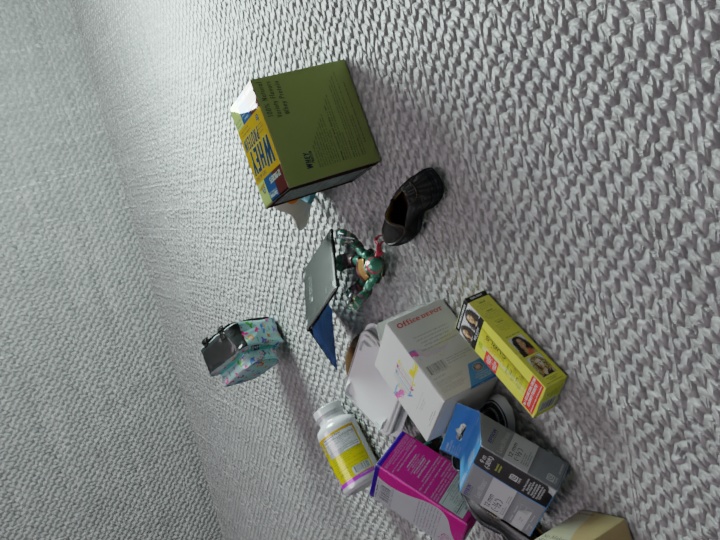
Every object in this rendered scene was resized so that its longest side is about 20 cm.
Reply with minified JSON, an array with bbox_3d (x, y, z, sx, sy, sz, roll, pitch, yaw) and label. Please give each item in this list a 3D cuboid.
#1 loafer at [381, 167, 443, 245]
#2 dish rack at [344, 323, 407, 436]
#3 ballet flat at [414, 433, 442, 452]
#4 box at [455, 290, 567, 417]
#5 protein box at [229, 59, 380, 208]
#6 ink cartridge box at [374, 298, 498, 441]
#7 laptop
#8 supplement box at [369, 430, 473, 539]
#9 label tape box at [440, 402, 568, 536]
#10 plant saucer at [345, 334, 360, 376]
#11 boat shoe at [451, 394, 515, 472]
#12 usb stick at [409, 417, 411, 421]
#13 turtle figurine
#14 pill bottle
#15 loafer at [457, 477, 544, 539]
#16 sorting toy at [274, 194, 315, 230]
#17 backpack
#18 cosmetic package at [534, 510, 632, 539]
[{"bbox_3d":[0.069,-0.101,1.315,0.074,0.071,0.201,58,150,19],"label":"loafer"},{"bbox_3d":[0.034,0.230,1.576,0.171,0.043,0.204,42,130,32],"label":"dish rack"},{"bbox_3d":[0.101,0.378,1.571,0.069,0.067,0.202,57,149,23],"label":"ballet flat"},{"bbox_3d":[0.230,0.127,1.203,0.201,0.049,0.076,50,145,34],"label":"box"},{"bbox_3d":[-0.103,-0.249,1.416,0.134,0.196,0.203,-24,86,61],"label":"protein box"},{"bbox_3d":[0.122,0.161,1.339,0.201,0.126,0.127,53,148,31],"label":"ink cartridge box"},{"bbox_3d":[-0.057,0.060,1.625,0.202,0.114,0.190,-55,27,31],"label":"laptop"},{"bbox_3d":[0.128,0.412,1.441,0.197,0.103,0.103,30,135,21],"label":"supplement box"},{"bbox_3d":[0.218,0.321,1.249,0.197,0.066,0.145,27,136,15],"label":"label tape box"},{"bbox_3d":[0.021,0.241,1.675,0.199,0.029,0.205,38,137,46],"label":"plant saucer"},{"bbox_3d":[0.204,0.287,1.329,0.072,0.067,0.202,55,149,26],"label":"boat shoe"},{"bbox_3d":[0.104,0.196,1.474,0.033,0.054,0.205,-79,-21,-75],"label":"usb stick"},{"bbox_3d":[0.000,0.000,1.491,0.200,0.098,0.154,142,125,-78],"label":"turtle figurine"},{"bbox_3d":[-0.035,0.411,1.800,0.203,0.102,0.105,61,150,19],"label":"pill bottle"},{"bbox_3d":[0.251,0.417,1.329,0.199,0.072,0.073,42,136,25],"label":"loafer"},{"bbox_3d":[-0.125,-0.185,1.595,0.182,0.104,0.204,87,-176,-55],"label":"sorting toy"},{"bbox_3d":[-0.299,0.208,2.052,0.177,0.198,0.153,-37,79,33],"label":"backpack"},{"bbox_3d":[0.294,0.428,1.114,0.105,0.196,0.073,-18,91,60],"label":"cosmetic package"}]
